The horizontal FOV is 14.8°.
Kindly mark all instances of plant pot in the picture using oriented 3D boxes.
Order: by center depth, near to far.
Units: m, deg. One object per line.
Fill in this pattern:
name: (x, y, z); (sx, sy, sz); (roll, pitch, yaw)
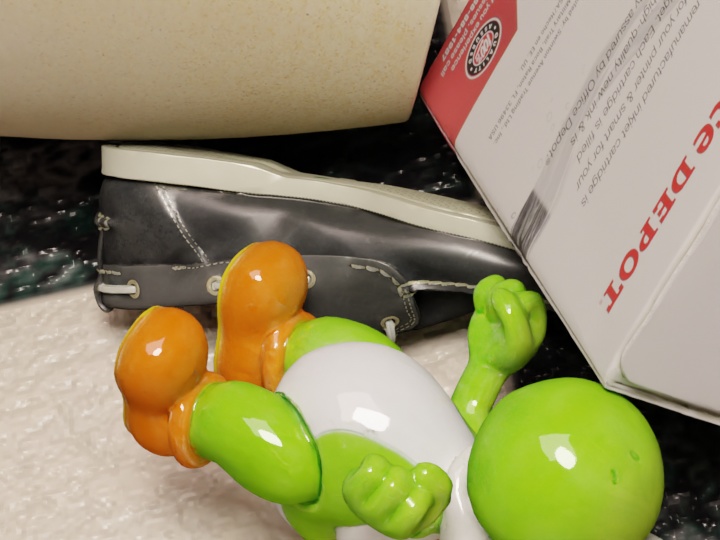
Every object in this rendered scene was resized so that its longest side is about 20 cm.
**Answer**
plant pot: (-0.068, -0.123, 1.003); (0.199, 0.188, 0.188); (13, 54, -1)

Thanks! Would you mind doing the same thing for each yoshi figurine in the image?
yoshi figurine: (0.023, 0.050, 0.885); (0.200, 0.112, 0.113); (27, 88, 25)

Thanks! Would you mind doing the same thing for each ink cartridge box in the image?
ink cartridge box: (0.113, -0.060, 0.911); (0.147, 0.083, 0.200); (-59, 30, 21)

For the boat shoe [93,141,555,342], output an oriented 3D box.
boat shoe: (0.000, 0.000, 0.992); (0.199, 0.072, 0.068); (10, 93, 13)
